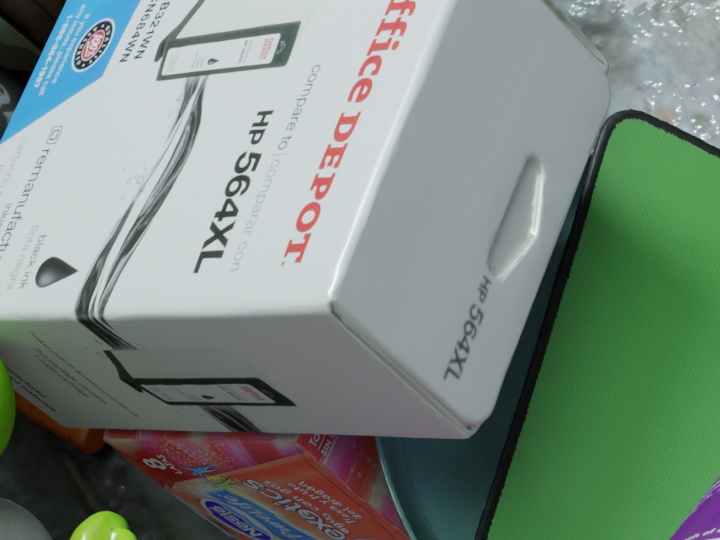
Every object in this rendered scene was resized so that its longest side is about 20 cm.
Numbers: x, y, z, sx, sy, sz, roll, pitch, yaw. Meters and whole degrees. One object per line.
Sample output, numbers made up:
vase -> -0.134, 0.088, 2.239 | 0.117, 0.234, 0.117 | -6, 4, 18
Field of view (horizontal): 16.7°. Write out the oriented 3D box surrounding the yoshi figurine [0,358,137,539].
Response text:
yoshi figurine -> -0.134, 0.081, 0.856 | 0.112, 0.200, 0.113 | -18, 62, 8

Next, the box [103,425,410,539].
box -> 0.000, 0.000, 0.917 | 0.102, 0.095, 0.201 | -2, 56, 42

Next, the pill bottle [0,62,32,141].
pill bottle -> -0.177, -0.042, 0.940 | 0.115, 0.200, 0.117 | 4, 105, 14

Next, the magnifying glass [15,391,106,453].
magnifying glass -> -0.179, 0.022, 1.015 | 0.199, 0.022, 0.080 | 28, 70, 27

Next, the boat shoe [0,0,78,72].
boat shoe -> -0.093, -0.098, 0.952 | 0.068, 0.200, 0.072 | -36, 60, 15

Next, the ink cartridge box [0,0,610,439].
ink cartridge box -> -0.033, -0.026, 0.826 | 0.199, 0.084, 0.147 | -3, 56, 43

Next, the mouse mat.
mouse mat -> 0.132, 0.054, 0.860 | 0.160, 0.008, 0.201 | 26, 63, -11

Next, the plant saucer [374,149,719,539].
plant saucer -> 0.092, 0.055, 0.863 | 0.199, 0.027, 0.201 | 8, 68, -19

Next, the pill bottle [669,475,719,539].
pill bottle -> 0.152, 0.104, 0.763 | 0.112, 0.113, 0.200 | 18, 33, 24
